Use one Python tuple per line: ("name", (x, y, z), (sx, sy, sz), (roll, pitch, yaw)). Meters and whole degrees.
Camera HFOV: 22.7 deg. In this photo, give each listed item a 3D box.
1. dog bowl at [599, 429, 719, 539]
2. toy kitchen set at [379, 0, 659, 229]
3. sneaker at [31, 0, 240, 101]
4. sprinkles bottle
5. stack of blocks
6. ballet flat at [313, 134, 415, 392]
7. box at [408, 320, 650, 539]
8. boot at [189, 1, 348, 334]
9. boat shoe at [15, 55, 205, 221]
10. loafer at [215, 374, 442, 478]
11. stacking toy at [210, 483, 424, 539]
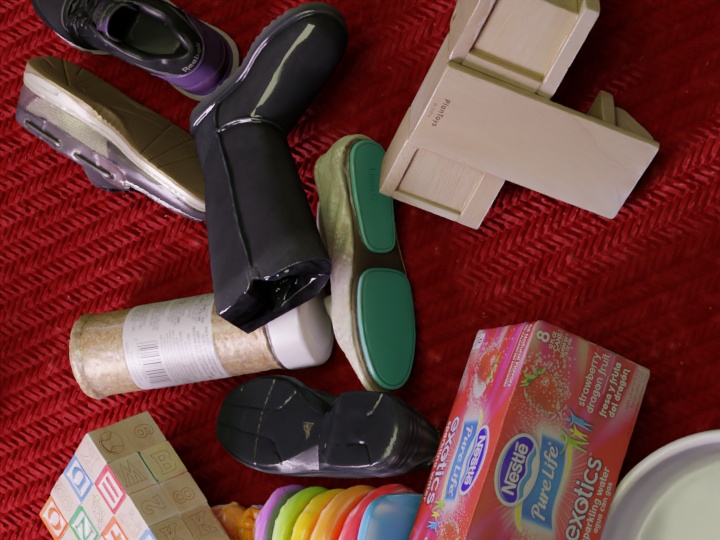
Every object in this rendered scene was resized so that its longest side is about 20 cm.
("dog bowl", (0.252, 0.207, 1.178), (0.198, 0.079, 0.203), (-4, 80, 22))
("toy kitchen set", (0.129, -0.151, 1.303), (0.162, 0.181, 0.201), (20, 129, -11))
("sneaker", (-0.191, -0.204, 1.424), (0.199, 0.087, 0.076), (25, 91, 24))
("sprinkles bottle", (-0.121, 0.051, 1.364), (0.198, 0.068, 0.069), (-10, 78, 21))
("stack of blocks", (-0.148, 0.221, 1.325), (0.201, 0.058, 0.115), (54, 135, 20))
("ballet flat", (0.000, 0.000, 1.336), (0.062, 0.067, 0.202), (-20, 68, 46))
("box", (0.106, 0.143, 1.201), (0.095, 0.100, 0.202), (24, 76, -17))
("boot", (-0.055, -0.076, 1.311), (0.165, 0.065, 0.201), (-44, 39, 31))
("boat shoe", (-0.191, -0.095, 1.420), (0.199, 0.072, 0.065), (35, 119, 11))
("loafer", (-0.025, 0.122, 1.312), (0.199, 0.072, 0.074), (6, 76, 44))
("stacking toy", (-0.035, 0.196, 1.299), (0.198, 0.116, 0.111), (9, 88, 37))
